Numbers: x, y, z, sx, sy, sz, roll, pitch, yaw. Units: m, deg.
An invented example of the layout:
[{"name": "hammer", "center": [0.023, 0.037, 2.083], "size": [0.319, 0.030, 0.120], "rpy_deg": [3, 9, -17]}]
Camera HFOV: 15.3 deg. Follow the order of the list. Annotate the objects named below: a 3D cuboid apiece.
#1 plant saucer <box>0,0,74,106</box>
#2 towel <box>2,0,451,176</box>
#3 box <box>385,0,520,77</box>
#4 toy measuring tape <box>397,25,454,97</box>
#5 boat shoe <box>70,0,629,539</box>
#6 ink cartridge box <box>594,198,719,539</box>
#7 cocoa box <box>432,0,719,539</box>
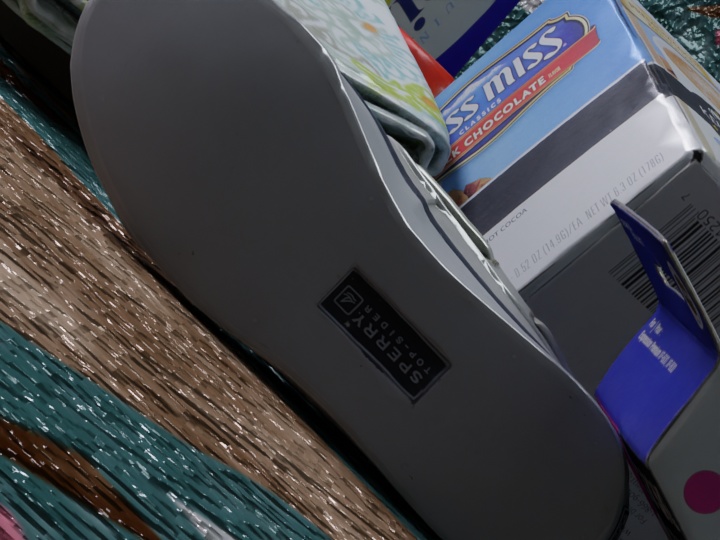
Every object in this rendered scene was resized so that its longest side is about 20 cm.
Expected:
[{"name": "plant saucer", "center": [-0.083, -0.069, 0.960], "size": [0.200, 0.029, 0.200], "rpy_deg": [42, 4, -4]}, {"name": "towel", "center": [-0.062, -0.106, 0.891], "size": [0.171, 0.048, 0.200], "rpy_deg": [30, 21, -30]}, {"name": "box", "center": [-0.031, -0.159, 1.342], "size": [0.105, 0.184, 0.200], "rpy_deg": [44, 4, 39]}, {"name": "toy measuring tape", "center": [-0.003, -0.065, 1.030], "size": [0.074, 0.074, 0.200], "rpy_deg": [42, 3, -8]}, {"name": "boat shoe", "center": [0.000, 0.000, 0.716], "size": [0.200, 0.072, 0.066], "rpy_deg": [45, 1, 10]}, {"name": "ink cartridge box", "center": [0.105, 0.080, 0.700], "size": [0.095, 0.037, 0.201], "rpy_deg": [-108, 173, -82]}, {"name": "cocoa box", "center": [0.105, 0.024, 0.902], "size": [0.200, 0.133, 0.131], "rpy_deg": [40, 18, -30]}]
